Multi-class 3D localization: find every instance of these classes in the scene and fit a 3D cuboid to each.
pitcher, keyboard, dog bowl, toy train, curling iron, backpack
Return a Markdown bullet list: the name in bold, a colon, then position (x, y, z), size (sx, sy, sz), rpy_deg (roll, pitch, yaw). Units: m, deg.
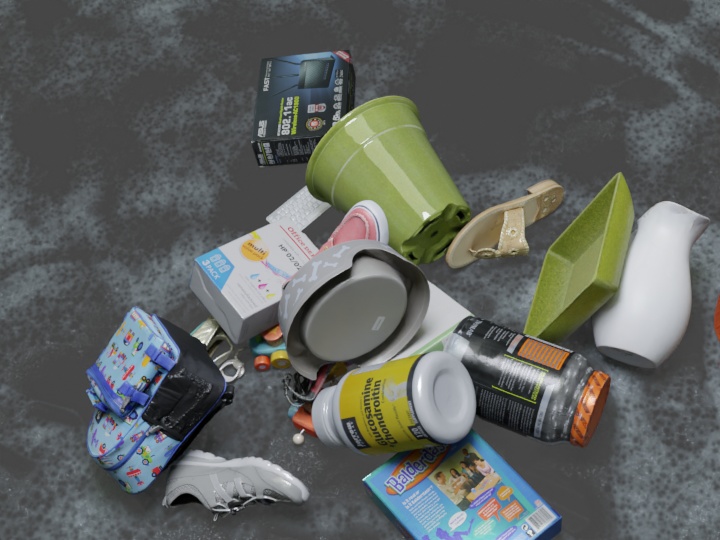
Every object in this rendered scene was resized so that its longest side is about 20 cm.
- **pitcher**: position (0.372, 0.024, 1.499), size (0.121, 0.172, 0.200), rpy_deg (22, 78, -6)
- **keyboard**: position (-0.053, -0.123, 1.735), size (0.200, 0.011, 0.056), rpy_deg (-41, 58, -20)
- **dog bowl**: position (-0.013, 0.047, 1.413), size (0.200, 0.200, 0.059), rpy_deg (-26, 49, -11)
- **toy train**: position (-0.095, 0.135, 1.523), size (0.200, 0.056, 0.150), rpy_deg (28, 62, 25)
- **curling iron**: position (-0.043, 0.100, 1.498), size (0.050, 0.026, 0.200), rpy_deg (31, 53, 7)
- **backpack**: position (-0.279, 0.171, 1.440), size (0.200, 0.134, 0.183), rpy_deg (-53, 29, 3)

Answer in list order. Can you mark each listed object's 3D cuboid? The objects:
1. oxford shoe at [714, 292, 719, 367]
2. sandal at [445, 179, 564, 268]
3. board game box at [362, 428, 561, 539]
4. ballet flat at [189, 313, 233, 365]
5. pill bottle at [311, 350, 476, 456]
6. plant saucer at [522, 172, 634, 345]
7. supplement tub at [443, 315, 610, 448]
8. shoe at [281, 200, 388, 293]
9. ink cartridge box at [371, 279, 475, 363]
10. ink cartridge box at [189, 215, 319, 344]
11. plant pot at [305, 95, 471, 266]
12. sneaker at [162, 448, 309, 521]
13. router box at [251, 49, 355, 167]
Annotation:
- **oxford shoe**: position (0.511, 0.079, 1.475), size (0.073, 0.071, 0.200), rpy_deg (13, 59, -6)
- **sandal**: position (0.222, -0.055, 1.601), size (0.211, 0.078, 0.070), rpy_deg (-32, 50, -21)
- **board game box**: position (0.123, 0.287, 1.384), size (0.152, 0.045, 0.200), rpy_deg (-35, 56, -16)
- **ballet flat**: position (-0.189, 0.081, 1.579), size (0.062, 0.067, 0.200), rpy_deg (35, 75, 17)
- **pill bottle**: position (0.036, 0.170, 1.401), size (0.200, 0.112, 0.112), rpy_deg (-18, 43, 41)
- **plant saucer**: position (0.293, 0.001, 1.487), size (0.048, 0.200, 0.200), rpy_deg (27, 51, -6)
- **supplement tub**: position (0.205, 0.143, 1.429), size (0.200, 0.123, 0.123), rpy_deg (20, 59, 21)
- **shoe**: position (-0.036, 0.001, 1.444), size (0.091, 0.200, 0.071), rpy_deg (-25, 62, -43)
- **ink cartridge box**: position (0.048, 0.068, 1.558), size (0.145, 0.048, 0.200), rpy_deg (-33, 40, -16)
- **ink cartridge box**: position (-0.118, 0.003, 1.546), size (0.200, 0.068, 0.115), rpy_deg (-28, 65, -32)
- **plant pot**: position (0.054, -0.110, 1.602), size (0.200, 0.200, 0.190), rpy_deg (-30, 61, -14)
- **sneaker**: position (-0.157, 0.282, 1.424), size (0.199, 0.075, 0.082), rpy_deg (2, 60, 25)
- **router box**: position (-0.088, -0.260, 1.803), size (0.149, 0.062, 0.200), rpy_deg (-5, 51, 9)
